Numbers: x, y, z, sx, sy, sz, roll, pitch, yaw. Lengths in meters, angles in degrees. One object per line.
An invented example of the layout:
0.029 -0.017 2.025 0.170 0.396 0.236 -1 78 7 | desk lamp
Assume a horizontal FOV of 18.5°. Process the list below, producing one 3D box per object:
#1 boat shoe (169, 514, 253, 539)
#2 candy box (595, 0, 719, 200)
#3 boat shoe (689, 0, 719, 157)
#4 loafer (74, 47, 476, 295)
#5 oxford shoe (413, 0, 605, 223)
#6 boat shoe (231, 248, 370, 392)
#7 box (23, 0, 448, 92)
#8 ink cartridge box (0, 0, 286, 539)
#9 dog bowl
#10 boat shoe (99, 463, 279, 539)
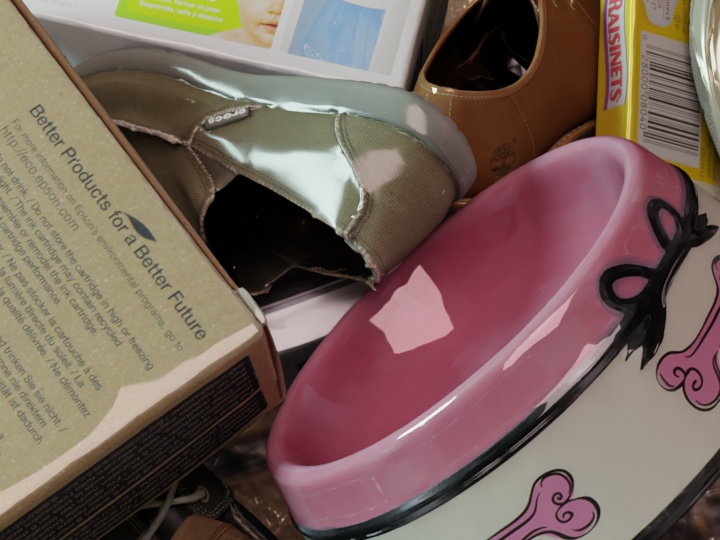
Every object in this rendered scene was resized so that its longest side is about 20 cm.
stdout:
-0.095 0.174 0.773 0.072 0.072 0.200 38 81 20 | boat shoe
0.140 -0.112 0.901 0.102 0.026 0.201 13 74 -37 | candy box
0.175 -0.114 0.864 0.075 0.072 0.202 0 82 -41 | boat shoe
-0.054 -0.034 0.827 0.199 0.075 0.070 4 55 38 | loafer
0.074 -0.092 0.891 0.071 0.072 0.200 11 36 20 | oxford shoe
0.000 0.000 0.878 0.199 0.070 0.067 -21 66 -3 | boat shoe
-0.068 -0.111 0.909 0.199 0.102 0.113 12 63 5 | box
-0.147 0.007 0.774 0.164 0.075 0.200 -34 67 -9 | ink cartridge box
0.051 0.036 0.752 0.074 0.200 0.200 48 68 -14 | dog bowl
-0.086 0.091 0.827 0.200 0.068 0.072 41 68 16 | boat shoe
